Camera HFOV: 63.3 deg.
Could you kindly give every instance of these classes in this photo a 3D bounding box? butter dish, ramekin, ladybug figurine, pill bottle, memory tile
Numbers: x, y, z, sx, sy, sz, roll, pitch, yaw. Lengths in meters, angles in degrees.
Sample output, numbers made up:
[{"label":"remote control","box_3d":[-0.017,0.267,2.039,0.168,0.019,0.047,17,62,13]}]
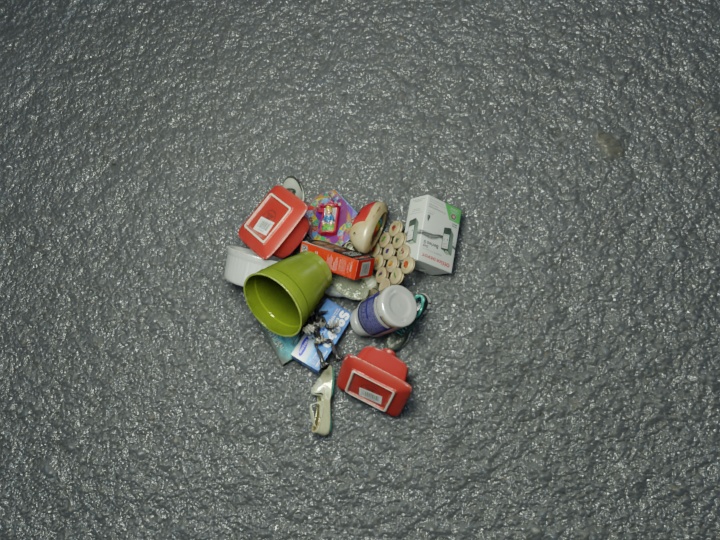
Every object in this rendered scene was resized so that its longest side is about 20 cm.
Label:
[{"label":"butter dish","box_3d":[-0.228,-0.118,1.712,0.200,0.148,0.200,-51,46,-2]},{"label":"ramekin","box_3d":[-0.306,-0.001,1.730,0.200,0.200,0.098,16,94,10]},{"label":"ladybug figurine","box_3d":[0.023,-0.134,1.728,0.072,0.136,0.200,18,40,13]},{"label":"pill bottle","box_3d":[0.057,0.123,1.647,0.120,0.200,0.120,12,67,-29]},{"label":"butter dish","box_3d":[0.054,0.283,1.634,0.200,0.200,0.148,25,51,7]},{"label":"memory tile","box_3d":[0.088,-0.038,1.708,0.153,0.017,0.200,-47,40,31]}]

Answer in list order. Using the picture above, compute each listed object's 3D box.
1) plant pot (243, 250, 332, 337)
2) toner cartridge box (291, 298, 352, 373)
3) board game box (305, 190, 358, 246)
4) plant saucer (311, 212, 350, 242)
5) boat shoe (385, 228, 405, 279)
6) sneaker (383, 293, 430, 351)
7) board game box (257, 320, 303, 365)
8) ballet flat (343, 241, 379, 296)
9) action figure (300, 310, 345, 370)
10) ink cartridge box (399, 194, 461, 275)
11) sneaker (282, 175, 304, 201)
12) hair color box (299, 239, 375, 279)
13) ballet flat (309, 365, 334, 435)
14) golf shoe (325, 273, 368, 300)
[{"label":"plant pot","box_3d":[-0.183,0.046,1.611,0.200,0.201,0.193,35,46,13]},{"label":"toner cartridge box","box_3d":[-0.111,0.191,1.712,0.095,0.043,0.200,30,70,7]},{"label":"board game box","box_3d":[-0.102,-0.162,1.794,0.158,0.039,0.200,-42,62,2]},{"label":"plant saucer","box_3d":[-0.050,-0.127,1.822,0.200,0.019,0.070,21,79,12]},{"label":"boat shoe","box_3d":[0.125,-0.045,1.752,0.075,0.075,0.203,20,79,11]},{"label":"sneaker","box_3d":[0.130,0.143,1.696,0.078,0.091,0.200,31,82,14]},{"label":"board game box","box_3d":[-0.224,0.166,1.763,0.135,0.028,0.200,-32,75,-2]},{"label":"ballet flat","box_3d":[0.000,0.000,1.754,0.068,0.075,0.200,-27,75,-8]},{"label":"action figure","box_3d":[-0.114,0.171,1.642,0.119,0.102,0.200,-19,72,-27]},{"label":"ink cartridge box","box_3d":[0.208,-0.100,1.716,0.146,0.084,0.200,19,75,-34]},{"label":"sneaker","box_3d":[-0.221,-0.206,1.830,0.074,0.079,0.200,0,75,8]},{"label":"hair color box","box_3d":[-0.069,-0.034,1.695,0.200,0.101,0.061,18,105,28]},{"label":"ballet flat","box_3d":[-0.113,0.371,1.675,0.069,0.069,0.200,0,76,6]},{"label":"golf shoe","box_3d":[-0.063,0.047,1.742,0.200,0.097,0.078,23,61,19]}]
